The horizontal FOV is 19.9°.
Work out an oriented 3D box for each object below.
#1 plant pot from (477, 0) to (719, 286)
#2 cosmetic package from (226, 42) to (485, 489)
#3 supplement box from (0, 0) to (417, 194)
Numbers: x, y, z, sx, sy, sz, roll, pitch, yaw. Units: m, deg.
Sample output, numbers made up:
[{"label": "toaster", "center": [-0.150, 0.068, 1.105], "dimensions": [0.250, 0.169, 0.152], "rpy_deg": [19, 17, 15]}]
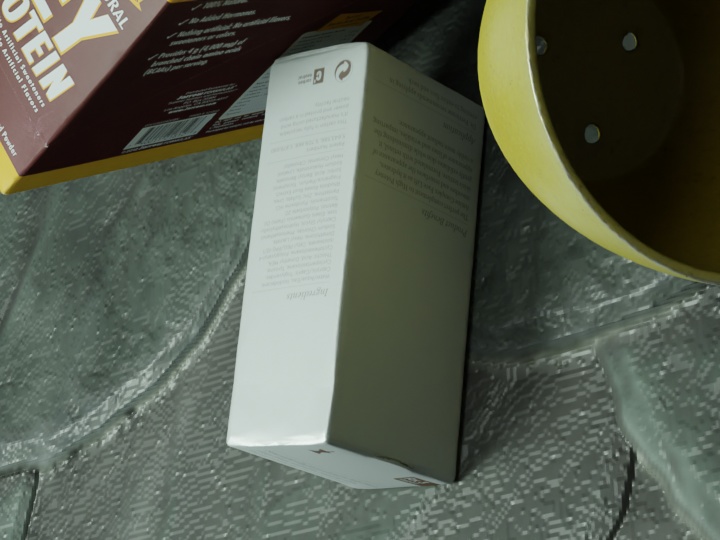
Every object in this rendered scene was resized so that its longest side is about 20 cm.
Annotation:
[{"label": "plant pot", "center": [0.130, -0.093, 0.890], "dimensions": [0.142, 0.199, 0.201], "rpy_deg": [-2, 71, 68]}, {"label": "cosmetic package", "center": [0.000, 0.000, 1.015], "dimensions": [0.074, 0.101, 0.201], "rpy_deg": [-7, 68, 41]}, {"label": "supplement box", "center": [-0.088, -0.159, 1.033], "dimensions": [0.200, 0.197, 0.133], "rpy_deg": [-40, 73, 45]}]
